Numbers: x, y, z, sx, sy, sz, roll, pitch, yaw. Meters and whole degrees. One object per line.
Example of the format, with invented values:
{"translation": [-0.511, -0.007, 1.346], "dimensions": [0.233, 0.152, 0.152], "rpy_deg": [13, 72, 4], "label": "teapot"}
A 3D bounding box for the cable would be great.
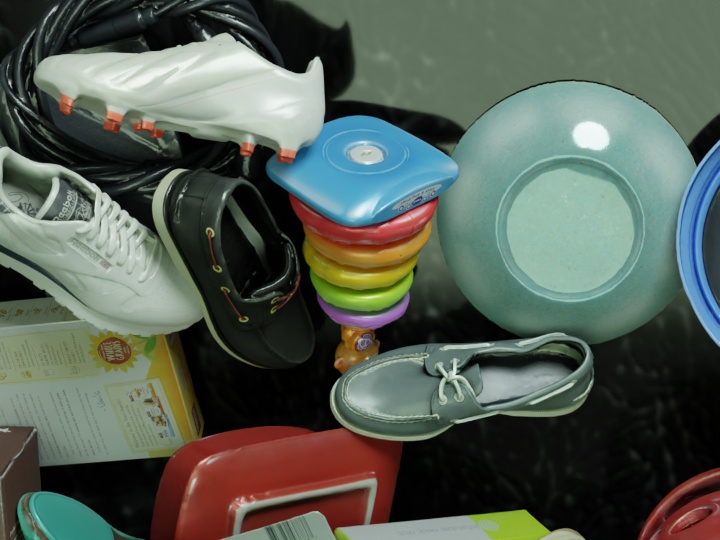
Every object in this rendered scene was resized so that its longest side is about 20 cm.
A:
{"translation": [-0.156, -0.130, 1.171], "dimensions": [0.198, 0.051, 0.165], "rpy_deg": [14, 103, -5], "label": "cable"}

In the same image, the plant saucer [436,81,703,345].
{"translation": [0.153, -0.035, 1.210], "dimensions": [0.199, 0.039, 0.203], "rpy_deg": [2, 106, 7], "label": "plant saucer"}

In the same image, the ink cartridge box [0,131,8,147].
{"translation": [-0.345, -0.095, 1.209], "dimensions": [0.145, 0.083, 0.202], "rpy_deg": [-18, 103, 30], "label": "ink cartridge box"}

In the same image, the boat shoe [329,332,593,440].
{"translation": [0.076, 0.078, 1.216], "dimensions": [0.198, 0.062, 0.074], "rpy_deg": [-4, 65, -7], "label": "boat shoe"}

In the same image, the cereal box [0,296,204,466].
{"translation": [-0.231, 0.086, 1.270], "dimensions": [0.198, 0.040, 0.145], "rpy_deg": [-4, 128, 8], "label": "cereal box"}

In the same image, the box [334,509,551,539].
{"translation": [0.045, 0.252, 1.253], "dimensions": [0.198, 0.048, 0.123], "rpy_deg": [0, 110, -30], "label": "box"}

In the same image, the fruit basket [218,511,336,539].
{"translation": [-0.083, 0.268, 1.153], "dimensions": [0.198, 0.094, 0.187], "rpy_deg": [-17, 107, 18], "label": "fruit basket"}

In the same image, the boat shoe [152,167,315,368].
{"translation": [-0.077, 0.007, 1.184], "dimensions": [0.063, 0.074, 0.202], "rpy_deg": [9, 145, 32], "label": "boat shoe"}

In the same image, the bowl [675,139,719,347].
{"translation": [0.322, -0.019, 1.159], "dimensions": [0.198, 0.039, 0.203], "rpy_deg": [-2, 85, 17], "label": "bowl"}

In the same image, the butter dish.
{"translation": [-0.089, 0.193, 1.261], "dimensions": [0.198, 0.147, 0.202], "rpy_deg": [-6, 116, -38], "label": "butter dish"}

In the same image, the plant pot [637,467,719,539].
{"translation": [0.284, 0.249, 1.204], "dimensions": [0.198, 0.183, 0.203], "rpy_deg": [2, 107, 6], "label": "plant pot"}

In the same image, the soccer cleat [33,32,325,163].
{"translation": [-0.121, -0.128, 1.128], "dimensions": [0.198, 0.069, 0.079], "rpy_deg": [11, 85, -11], "label": "soccer cleat"}

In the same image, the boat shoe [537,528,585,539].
{"translation": [0.105, 0.273, 1.226], "dimensions": [0.199, 0.069, 0.074], "rpy_deg": [-39, 125, -11], "label": "boat shoe"}

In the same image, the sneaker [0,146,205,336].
{"translation": [-0.186, -0.019, 1.157], "dimensions": [0.199, 0.077, 0.080], "rpy_deg": [26, 143, -22], "label": "sneaker"}

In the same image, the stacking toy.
{"translation": [0.000, 0.000, 1.213], "dimensions": [0.109, 0.115, 0.202], "rpy_deg": [33, 135, 36], "label": "stacking toy"}

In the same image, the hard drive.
{"translation": [-0.191, -0.068, 1.240], "dimensions": [0.133, 0.042, 0.202], "rpy_deg": [-10, 105, 9], "label": "hard drive"}

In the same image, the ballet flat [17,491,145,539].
{"translation": [-0.204, 0.231, 1.280], "dimensions": [0.070, 0.068, 0.199], "rpy_deg": [-34, 138, 23], "label": "ballet flat"}

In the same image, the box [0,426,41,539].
{"translation": [-0.284, 0.229, 1.256], "dimensions": [0.074, 0.100, 0.202], "rpy_deg": [2, 105, 4], "label": "box"}
